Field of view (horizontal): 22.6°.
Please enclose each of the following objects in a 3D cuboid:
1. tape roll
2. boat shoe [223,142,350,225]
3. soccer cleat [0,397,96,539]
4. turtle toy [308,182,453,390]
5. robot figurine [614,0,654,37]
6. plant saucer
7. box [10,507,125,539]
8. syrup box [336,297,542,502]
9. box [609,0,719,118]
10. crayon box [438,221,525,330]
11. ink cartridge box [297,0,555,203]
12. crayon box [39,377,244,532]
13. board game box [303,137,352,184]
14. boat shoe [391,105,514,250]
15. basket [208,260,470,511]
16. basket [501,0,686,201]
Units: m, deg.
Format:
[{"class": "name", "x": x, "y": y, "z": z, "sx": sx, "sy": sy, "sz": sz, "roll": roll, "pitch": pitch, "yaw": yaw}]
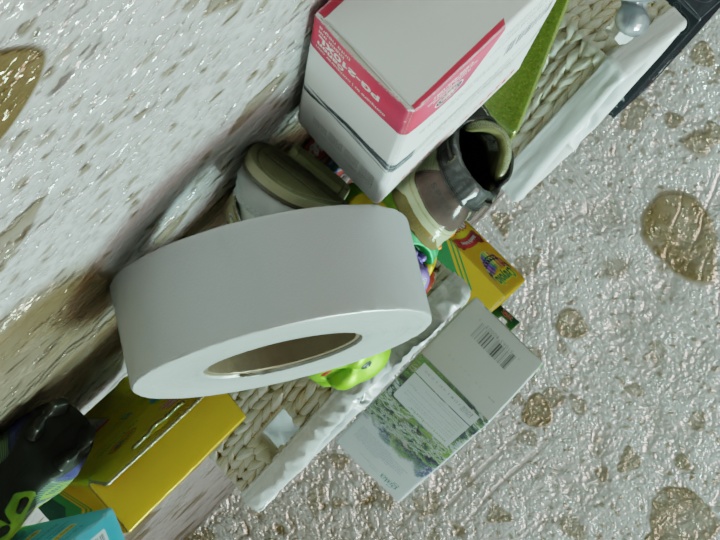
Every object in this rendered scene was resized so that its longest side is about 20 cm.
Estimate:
[{"class": "tape roll", "x": -0.058, "y": 0.023, "z": 1.156, "sx": 0.201, "sy": 0.071, "sz": 0.203, "roll": -14, "pitch": 169, "yaw": -3}, {"class": "boat shoe", "x": -0.052, "y": -0.040, "z": 1.205, "sx": 0.069, "sy": 0.075, "sz": 0.200, "roll": -51, "pitch": 175, "yaw": 8}, {"class": "soccer cleat", "x": -0.254, "y": 0.158, "z": 1.210, "sx": 0.084, "sy": 0.065, "sz": 0.200, "roll": -46, "pitch": 176, "yaw": 40}, {"class": "turtle toy", "x": 0.000, "y": 0.000, "z": 1.323, "sx": 0.146, "sy": 0.101, "sz": 0.200, "roll": -35, "pitch": -162, "yaw": 46}, {"class": "robot figurine", "x": 0.218, "y": -0.265, "z": 1.386, "sx": 0.200, "sy": 0.112, "sz": 0.171, "roll": -26, "pitch": 126, "yaw": -73}, {"class": "plant saucer", "x": 0.083, "y": -0.145, "z": 1.441, "sx": 0.200, "sy": 0.048, "sz": 0.200, "roll": -41, "pitch": 159, "yaw": -40}, {"class": "box", "x": -0.254, "y": 0.211, "z": 1.200, "sx": 0.199, "sy": 0.049, "sz": 0.082, "roll": -15, "pitch": -168, "yaw": 27}, {"class": "syrup box", "x": 0.062, "y": 0.111, "z": 1.499, "sx": 0.081, "sy": 0.079, "sz": 0.200, "roll": -43, "pitch": 176, "yaw": -33}, {"class": "box", "x": 0.357, "y": -0.306, "z": 2.245, "sx": 0.122, "sy": 0.106, "sz": 0.200, "roll": -41, "pitch": 173, "yaw": -43}, {"class": "crayon box", "x": 0.126, "y": -0.010, "z": 2.191, "sx": 0.051, "sy": 0.200, "sz": 0.127, "roll": -46, "pitch": 175, "yaw": 18}, {"class": "ink cartridge box", "x": 0.042, "y": -0.140, "z": 1.104, "sx": 0.145, "sy": 0.084, "sz": 0.200, "roll": -44, "pitch": 175, "yaw": -13}, {"class": "crayon box", "x": -0.169, "y": 0.134, "z": 1.350, "sx": 0.127, "sy": 0.051, "sz": 0.200, "roll": -44, "pitch": -165, "yaw": -24}, {"class": "board game box", "x": -0.019, "y": -0.088, "z": 1.412, "sx": 0.103, "sy": 0.019, "sz": 0.200, "roll": -47, "pitch": 175, "yaw": 24}, {"class": "boat shoe", "x": 0.076, "y": -0.076, "z": 1.257, "sx": 0.066, "sy": 0.072, "sz": 0.201, "roll": -27, "pitch": -167, "yaw": 23}, {"class": "basket", "x": -0.048, "y": 0.058, "z": 1.537, "sx": 0.200, "sy": 0.161, "sz": 0.198, "roll": -39, "pitch": 172, "yaw": -44}, {"class": "basket", "x": 0.178, "y": -0.185, "z": 1.649, "sx": 0.135, "sy": 0.123, "sz": 0.200, "roll": -40, "pitch": 172, "yaw": -43}]
